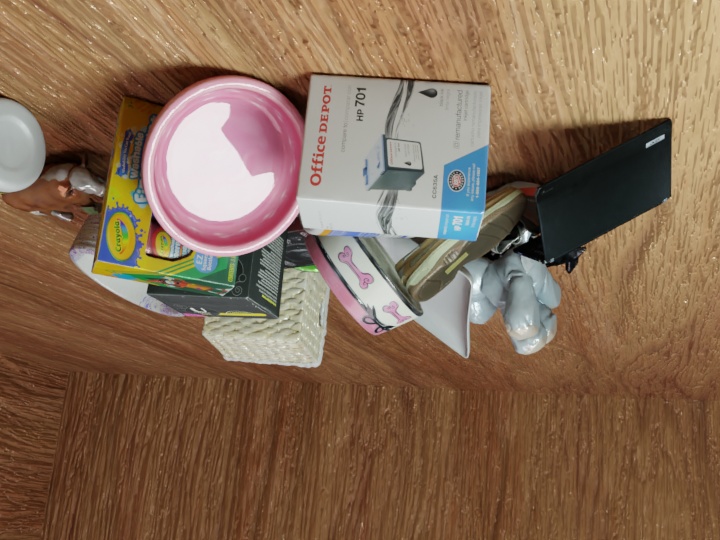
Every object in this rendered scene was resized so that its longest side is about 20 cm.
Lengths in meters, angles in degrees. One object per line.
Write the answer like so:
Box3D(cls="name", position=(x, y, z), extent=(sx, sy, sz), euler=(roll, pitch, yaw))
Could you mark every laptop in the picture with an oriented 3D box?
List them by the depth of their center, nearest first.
Box3D(cls="laptop", position=(0.272, -0.093, 1.010), extent=(0.174, 0.105, 0.200), euler=(-26, -170, -3))

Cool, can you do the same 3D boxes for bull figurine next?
Box3D(cls="bull figurine", position=(-0.433, -0.119, 1.221), extent=(0.196, 0.067, 0.121), euler=(-2, 165, 24))

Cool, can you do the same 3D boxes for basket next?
Box3D(cls="basket", position=(-0.165, 0.057, 1.513), extent=(0.195, 0.203, 0.161), euler=(3, 163, 9))

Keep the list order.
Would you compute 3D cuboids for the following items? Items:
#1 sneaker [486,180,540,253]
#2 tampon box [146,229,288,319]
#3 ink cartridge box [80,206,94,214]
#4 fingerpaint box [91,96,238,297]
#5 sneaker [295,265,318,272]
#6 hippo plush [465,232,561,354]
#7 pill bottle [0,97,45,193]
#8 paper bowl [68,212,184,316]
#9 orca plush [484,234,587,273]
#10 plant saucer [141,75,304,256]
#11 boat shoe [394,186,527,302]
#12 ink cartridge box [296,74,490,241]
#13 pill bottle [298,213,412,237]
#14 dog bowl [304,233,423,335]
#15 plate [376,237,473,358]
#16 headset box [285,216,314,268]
Box3D(cls="sneaker", position=(0.178, -0.064, 1.175), extent=(0.076, 0.084, 0.198), euler=(15, 162, -31))
Box3D(cls="tampon box", position=(-0.186, -0.046, 1.139), extent=(0.146, 0.205, 0.126), euler=(2, 165, 15))
Box3D(cls="ink cartridge box", position=(-0.367, -0.064, 1.405), extent=(0.195, 0.061, 0.104), euler=(0, 164, 17))
Box3D(cls="fingerpaint box", position=(-0.225, -0.086, 1.010), extent=(0.163, 0.205, 0.073), euler=(12, 164, -21))
Box3D(cls="sneaker", position=(-0.046, -0.021, 1.421), extent=(0.195, 0.079, 0.084), euler=(8, 161, -4))
Box3D(cls="hippo plush", position=(0.199, 0.035, 1.249), extent=(0.158, 0.161, 0.202), euler=(-2, 136, 30))
Box3D(cls="pill bottle", position=(-0.505, -0.147, 1.054), extent=(0.196, 0.115, 0.112), euler=(-4, 162, 30))
Box3D(cls="paper bowl", position=(-0.328, -0.022, 1.259), extent=(0.197, 0.106, 0.201), euler=(20, 159, 8))
Box3D(cls="orca plush", position=(0.270, -0.013, 1.345), extent=(0.197, 0.073, 0.104), euler=(15, 162, -31))
Box3D(cls="plant saucer", position=(-0.151, -0.119, 0.943), extent=(0.197, 0.204, 0.051), euler=(14, -167, -31))
Box3D(cls="boat shoe", position=(0.127, -0.051, 1.099), extent=(0.199, 0.077, 0.072), euler=(-38, 147, 2))
Box3D(cls="ink cartridge box", position=(0.036, -0.121, 0.896), extent=(0.195, 0.150, 0.086), euler=(4, 163, 2))
Box3D(cls="pill bottle", position=(0.028, -0.098, 1.026), extent=(0.195, 0.115, 0.112), euler=(0, 168, -23))
Box3D(cls="dog bowl", position=(0.000, 0.000, 1.139), extent=(0.073, 0.202, 0.200), euler=(-37, 154, 8))
Box3D(cls="plate", position=(0.095, 0.014, 1.235), extent=(0.198, 0.032, 0.202), euler=(37, 154, 28))
Box3D(cls="headset box", position=(-0.091, -0.065, 1.276), extent=(0.197, 0.079, 0.148), euler=(-8, 160, 38))
